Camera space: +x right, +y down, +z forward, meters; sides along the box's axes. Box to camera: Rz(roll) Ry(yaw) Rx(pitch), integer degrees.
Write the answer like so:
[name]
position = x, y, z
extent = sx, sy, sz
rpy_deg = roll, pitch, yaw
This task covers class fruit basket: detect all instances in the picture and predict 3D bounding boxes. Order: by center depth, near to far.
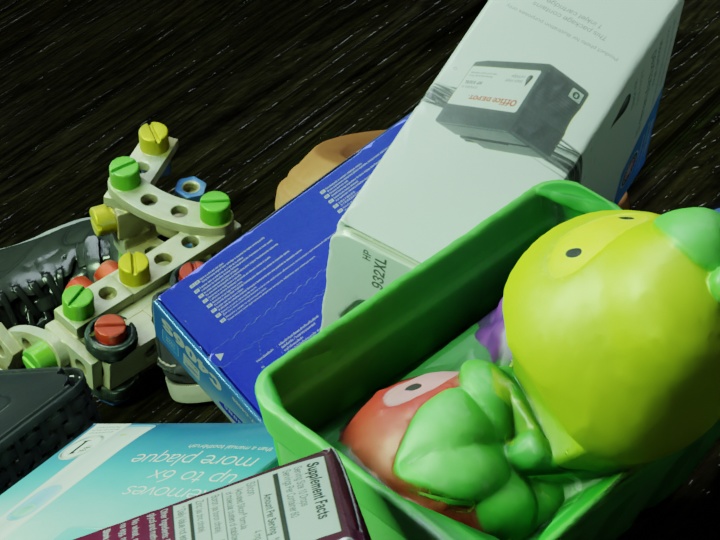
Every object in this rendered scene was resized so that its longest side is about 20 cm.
[fruit basket]
position = 0.077, 0.034, 1.102
extent = 0.155, 0.216, 0.215
rpy_deg = 36, 48, 25

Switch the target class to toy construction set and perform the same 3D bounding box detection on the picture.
[toy construction set]
position = -0.146, 0.010, 1.594
extent = 0.200, 0.092, 0.131
rpy_deg = -42, 58, -18

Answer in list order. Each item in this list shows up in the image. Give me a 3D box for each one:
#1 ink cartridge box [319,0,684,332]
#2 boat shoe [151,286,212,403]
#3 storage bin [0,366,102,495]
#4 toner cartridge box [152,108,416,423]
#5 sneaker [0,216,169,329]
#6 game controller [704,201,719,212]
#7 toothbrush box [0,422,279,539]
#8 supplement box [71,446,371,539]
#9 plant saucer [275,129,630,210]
[ink cartridge box]
position = 0.066, -0.038, 1.327
extent = 0.084, 0.145, 0.200
rpy_deg = 27, 61, 12
[boat shoe]
position = -0.020, 0.018, 1.502
extent = 0.199, 0.063, 0.073
rpy_deg = -15, 18, 16
[storage bin]
position = -0.223, 0.120, 1.368
extent = 0.199, 0.094, 0.135
rpy_deg = -6, 22, 40
[toner cartridge box]
position = 0.000, 0.000, 1.430
extent = 0.200, 0.095, 0.043
rpy_deg = -36, -21, -19
[sneaker]
position = -0.183, 0.012, 1.678
extent = 0.099, 0.071, 0.200
rpy_deg = -9, 16, 45
[game controller]
position = 0.171, -0.014, 1.430
extent = 0.199, 0.042, 0.104
rpy_deg = -18, 18, 3
[toothbrush box]
position = -0.115, 0.147, 1.187
extent = 0.146, 0.086, 0.200
rpy_deg = -3, 26, 43
[supplement box]
position = -0.077, 0.166, 1.013
extent = 0.199, 0.131, 0.103
rpy_deg = -19, 17, 0
[plant saucer]
position = 0.052, -0.049, 1.564
extent = 0.199, 0.038, 0.200
rpy_deg = 1, 14, 0
